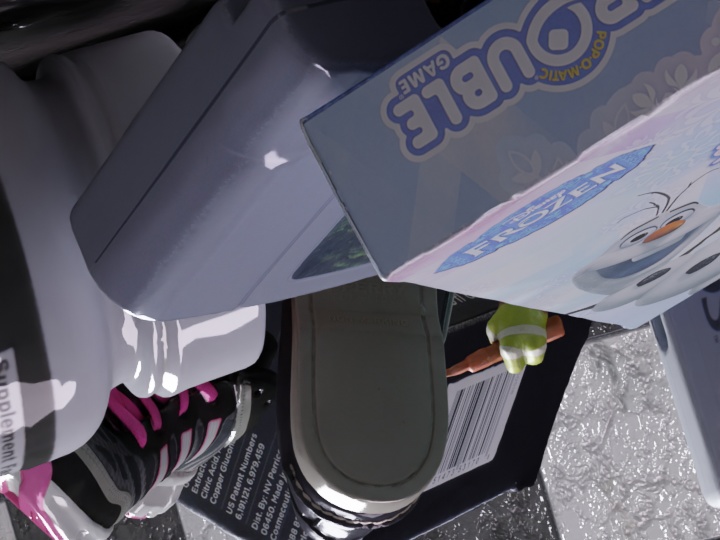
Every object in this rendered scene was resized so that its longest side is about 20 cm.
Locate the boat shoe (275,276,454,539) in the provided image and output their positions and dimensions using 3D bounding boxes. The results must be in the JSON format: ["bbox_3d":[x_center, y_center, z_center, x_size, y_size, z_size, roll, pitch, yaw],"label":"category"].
[{"bbox_3d":[0.000,0.000,0.941,0.072,0.201,0.063,11,149,-10],"label":"boat shoe"}]

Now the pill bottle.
[{"bbox_3d":[-0.134,0.007,0.718,0.199,0.115,0.114,-17,180,-17],"label":"pill bottle"}]

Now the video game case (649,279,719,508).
[{"bbox_3d":[0.166,-0.048,0.788,0.199,0.183,0.023,-17,177,-11],"label":"video game case"}]

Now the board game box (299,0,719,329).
[{"bbox_3d":[0.110,-0.058,0.611,0.199,0.044,0.199,-32,167,15],"label":"board game box"}]

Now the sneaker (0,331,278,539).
[{"bbox_3d":[-0.076,0.037,0.904,0.088,0.074,0.200,-48,171,7],"label":"sneaker"}]

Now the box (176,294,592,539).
[{"bbox_3d":[-0.030,0.023,1.211,0.199,0.118,0.196,27,-159,24],"label":"box"}]

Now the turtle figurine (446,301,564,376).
[{"bbox_3d":[0.093,-0.047,1.079,0.160,0.065,0.201,-4,-134,20],"label":"turtle figurine"}]

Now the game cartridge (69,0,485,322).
[{"bbox_3d":[0.032,-0.045,0.670,0.199,0.041,0.133,-17,165,-35],"label":"game cartridge"}]

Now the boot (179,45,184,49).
[{"bbox_3d":[-0.105,-0.027,0.910,0.199,0.076,0.107,-11,-165,25],"label":"boot"}]

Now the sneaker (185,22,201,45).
[{"bbox_3d":[0.034,-0.075,0.865,0.099,0.071,0.199,-40,155,31],"label":"sneaker"}]
